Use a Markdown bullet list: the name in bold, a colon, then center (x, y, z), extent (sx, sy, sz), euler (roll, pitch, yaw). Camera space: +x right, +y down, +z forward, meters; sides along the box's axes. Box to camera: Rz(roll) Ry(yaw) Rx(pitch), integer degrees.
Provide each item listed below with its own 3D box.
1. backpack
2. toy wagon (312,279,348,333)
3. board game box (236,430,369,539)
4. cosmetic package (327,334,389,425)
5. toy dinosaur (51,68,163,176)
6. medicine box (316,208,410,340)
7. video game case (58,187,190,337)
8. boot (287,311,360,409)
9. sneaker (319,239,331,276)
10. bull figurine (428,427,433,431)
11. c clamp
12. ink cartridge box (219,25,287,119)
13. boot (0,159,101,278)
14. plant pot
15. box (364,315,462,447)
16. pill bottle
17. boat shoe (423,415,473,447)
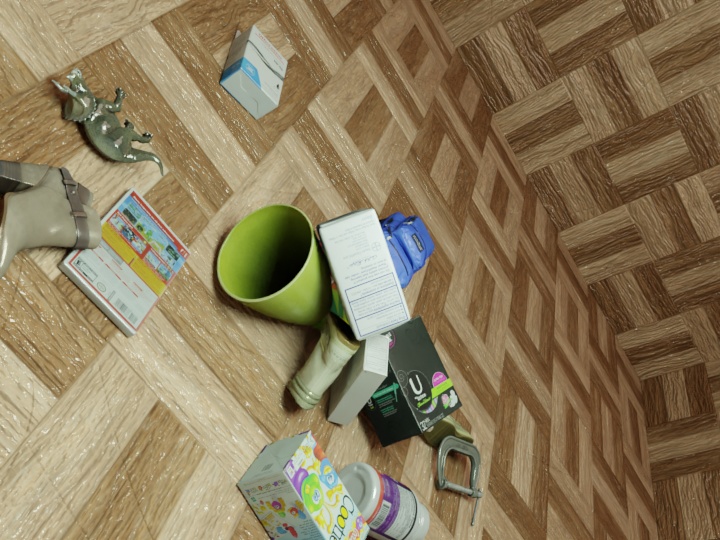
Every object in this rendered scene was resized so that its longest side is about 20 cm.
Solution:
- **backpack**: center (0.068, -0.040, 1.561), extent (0.164, 0.167, 0.200), euler (56, 35, -4)
- **toy wagon**: center (-0.039, 0.120, 1.399), extent (0.154, 0.039, 0.203), euler (34, 43, -43)
- **board game box**: center (-0.088, 0.379, 1.079), extent (0.202, 0.104, 0.103), euler (61, 30, -11)
- **cosmetic package**: center (-0.005, 0.203, 1.243), extent (0.050, 0.201, 0.084), euler (18, 48, -11)
- **toy dinosaur**: center (-0.391, -0.218, 1.050), extent (0.202, 0.076, 0.103), euler (60, 42, -22)
- **medicine box**: center (0.000, 0.000, 1.196), extent (0.182, 0.101, 0.204), euler (-139, -149, -83)
- **video game case**: center (-0.347, -0.017, 1.018), extent (0.144, 0.017, 0.201), euler (52, 33, -24)
- **boot**: center (-0.070, 0.165, 1.241), extent (0.072, 0.156, 0.200), euler (35, 4, -8)
- **sneaker**: center (-0.093, -0.027, 1.395), extent (0.198, 0.076, 0.078), euler (10, 25, -46)
- **bull figurine**: center (0.079, 0.290, 1.446), extent (0.201, 0.065, 0.122), euler (54, 38, -13)
- **c clamp**: center (0.233, 0.480, 1.560), extent (0.199, 0.027, 0.174), euler (36, 62, -37)
- **ink cartridge box**: center (-0.225, -0.442, 1.456), extent (0.116, 0.067, 0.203), euler (41, 38, -37)
- **boot**: center (-0.413, -0.057, 0.885), extent (0.145, 0.070, 0.204), euler (25, 47, -47)
- **plant pot**: center (-0.129, 0.016, 1.216), extent (0.201, 0.183, 0.190), euler (54, 27, -54)
- **box**: center (0.082, 0.219, 1.344), extent (0.147, 0.124, 0.203), euler (-18, 79, -47)
- **pill bottle**: center (0.042, 0.439, 1.240), extent (0.200, 0.110, 0.113), euler (40, 39, -38)
- **boat shoe**: center (0.197, 0.372, 1.586), extent (0.200, 0.073, 0.063), euler (32, 17, -43)
